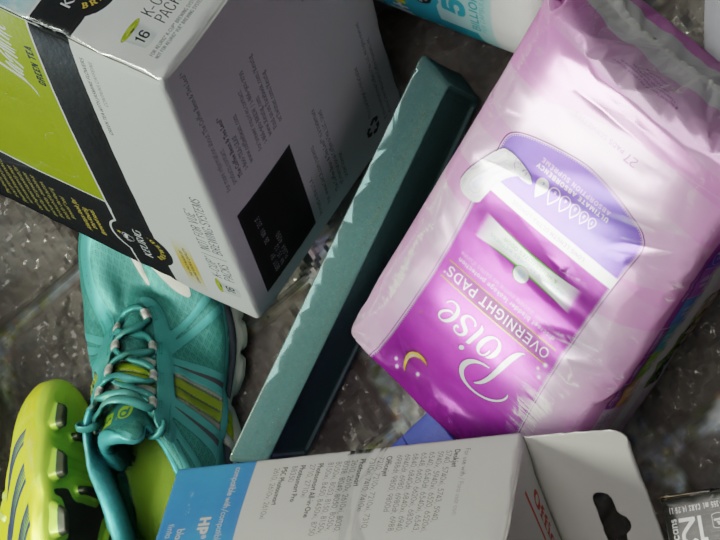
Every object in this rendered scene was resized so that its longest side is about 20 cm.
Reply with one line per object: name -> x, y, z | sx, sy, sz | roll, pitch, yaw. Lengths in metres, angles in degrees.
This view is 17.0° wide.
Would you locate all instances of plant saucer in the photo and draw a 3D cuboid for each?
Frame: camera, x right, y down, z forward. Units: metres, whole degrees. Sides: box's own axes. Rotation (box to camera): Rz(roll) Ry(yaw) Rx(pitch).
plant saucer -> 0.000, 0.000, 1.095 | 0.019, 0.070, 0.200 | 28, 95, 16

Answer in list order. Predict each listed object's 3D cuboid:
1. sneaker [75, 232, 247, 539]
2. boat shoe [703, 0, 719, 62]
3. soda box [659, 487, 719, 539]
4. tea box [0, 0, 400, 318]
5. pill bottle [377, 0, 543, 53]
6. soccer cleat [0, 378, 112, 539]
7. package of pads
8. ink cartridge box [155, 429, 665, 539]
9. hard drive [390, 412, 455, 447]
sneaker -> -0.095, 0.059, 1.122 | 0.077, 0.080, 0.200 | -15, 78, 20
boat shoe -> 0.196, -0.146, 1.029 | 0.071, 0.072, 0.200 | 9, 86, 27
soda box -> 0.231, 0.111, 0.994 | 0.200, 0.063, 0.071 | -12, 81, 21
tea box -> -0.108, -0.111, 1.061 | 0.197, 0.200, 0.134 | 25, 68, 21
pill bottle -> 0.020, -0.175, 1.083 | 0.200, 0.111, 0.111 | 24, 94, 23
soccer cleat -> -0.157, 0.153, 1.146 | 0.084, 0.065, 0.200 | -8, 81, 28
package of pads -> 0.090, -0.014, 1.016 | 0.120, 0.076, 0.200 | 43, 123, 19
ink cartridge box -> 0.025, 0.136, 1.013 | 0.200, 0.116, 0.068 | -8, 39, 21
hard drive -> 0.004, 0.179, 1.098 | 0.200, 0.025, 0.132 | -44, 71, 12
